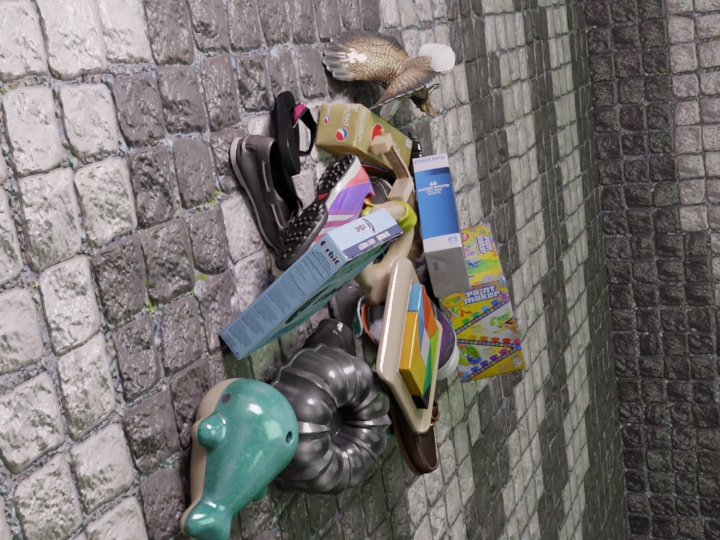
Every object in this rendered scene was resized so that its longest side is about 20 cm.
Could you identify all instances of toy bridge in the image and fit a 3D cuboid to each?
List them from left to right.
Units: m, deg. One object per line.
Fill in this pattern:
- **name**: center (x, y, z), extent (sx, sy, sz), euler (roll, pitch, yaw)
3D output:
- **toy bridge**: center (0.060, -0.119, 1.493), extent (0.067, 0.027, 0.201), euler (-63, 140, -55)

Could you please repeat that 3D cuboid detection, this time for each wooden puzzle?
- **wooden puzzle**: center (0.078, 0.108, 1.401), extent (0.200, 0.037, 0.186), euler (58, 37, -53)

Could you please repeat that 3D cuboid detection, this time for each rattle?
- **rattle**: center (-0.012, -0.015, 1.404), extent (0.130, 0.142, 0.201), euler (-42, 150, -66)

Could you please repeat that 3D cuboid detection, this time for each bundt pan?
- **bundt pan**: center (-0.035, 0.201, 1.304), extent (0.201, 0.075, 0.204), euler (-7, 99, -44)

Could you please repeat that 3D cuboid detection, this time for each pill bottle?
- **pill bottle**: center (0.091, 0.106, 1.617), extent (0.200, 0.111, 0.112), euler (47, 46, -54)

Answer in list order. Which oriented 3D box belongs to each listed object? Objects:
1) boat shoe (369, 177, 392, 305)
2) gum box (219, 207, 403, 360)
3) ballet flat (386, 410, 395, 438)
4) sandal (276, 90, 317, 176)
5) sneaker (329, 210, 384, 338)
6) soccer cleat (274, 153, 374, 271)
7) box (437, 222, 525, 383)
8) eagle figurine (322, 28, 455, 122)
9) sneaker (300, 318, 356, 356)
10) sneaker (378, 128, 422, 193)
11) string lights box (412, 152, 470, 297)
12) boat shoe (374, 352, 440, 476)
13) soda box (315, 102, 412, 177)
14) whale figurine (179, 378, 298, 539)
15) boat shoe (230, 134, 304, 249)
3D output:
- **boat shoe**: center (0.030, -0.047, 1.527), extent (0.060, 0.071, 0.203), euler (10, 70, -65)
- **gum box**: center (-0.057, 0.014, 1.218), extent (0.045, 0.200, 0.170), euler (52, 27, 6)
- **ballet flat**: center (0.034, 0.232, 1.551), extent (0.199, 0.073, 0.074), euler (-8, 95, -59)
- **sandal**: center (-0.078, -0.177, 1.282), extent (0.200, 0.045, 0.076), euler (-99, 170, -62)
- **sneaker**: center (0.000, 0.000, 1.463), extent (0.075, 0.081, 0.202), euler (-12, 99, -65)
- **soccer cleat**: center (-0.040, -0.061, 1.275), extent (0.073, 0.068, 0.201), euler (51, 49, -27)
- **box**: center (0.206, 0.055, 1.787), extent (0.201, 0.121, 0.194), euler (-92, 167, -60)
- **eagle figurine**: center (0.054, -0.291, 1.518), extent (0.200, 0.151, 0.152), euler (22, 62, -63)
- **sneaker**: center (-0.041, 0.172, 1.393), extent (0.091, 0.075, 0.202), euler (-37, 115, -49)
- **sneaker**: center (0.068, -0.132, 1.656), extent (0.079, 0.075, 0.202), euler (-10, 104, -78)
- **string lights box**: center (0.121, -0.072, 1.522), extent (0.103, 0.058, 0.201), euler (72, 10, -48)
- **boat shoe**: center (0.083, 0.210, 1.502), extent (0.070, 0.070, 0.202), euler (-30, 102, -62)
- **soda box**: center (0.008, -0.193, 1.508), extent (0.200, 0.067, 0.065), euler (21, 77, -63)
- **whale figurine**: center (-0.134, 0.219, 1.130), extent (0.160, 0.103, 0.201), euler (63, 35, -43)
- **boat shoe**: center (-0.103, -0.090, 1.278), extent (0.201, 0.057, 0.067), euler (64, 34, -41)
